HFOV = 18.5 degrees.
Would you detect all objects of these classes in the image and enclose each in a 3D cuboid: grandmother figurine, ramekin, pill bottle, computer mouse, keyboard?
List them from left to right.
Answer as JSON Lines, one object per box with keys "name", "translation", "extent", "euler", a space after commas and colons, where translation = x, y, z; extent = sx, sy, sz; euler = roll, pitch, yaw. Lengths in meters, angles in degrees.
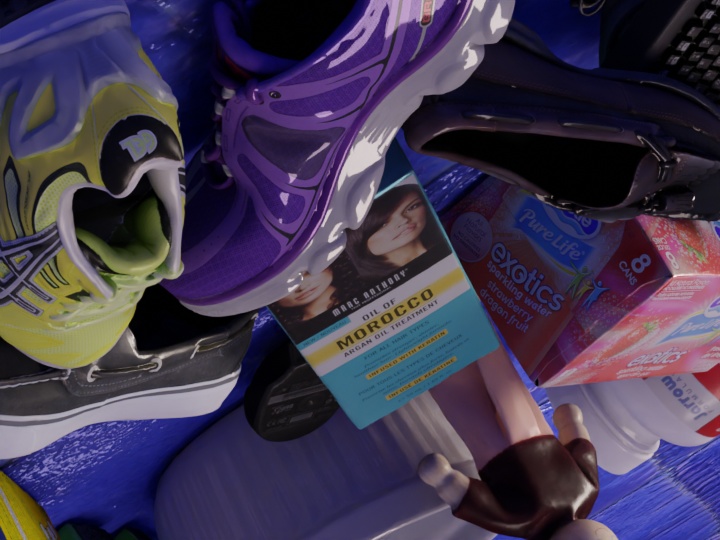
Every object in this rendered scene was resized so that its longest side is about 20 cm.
{"name": "ramekin", "translation": [-0.020, 0.131, 1.227], "extent": [0.200, 0.105, 0.200], "euler": [-27, 161, -10]}
{"name": "computer mouse", "translation": [-0.015, 0.019, 1.073], "extent": [0.058, 0.034, 0.200], "euler": [-11, 148, -31]}
{"name": "grandmother figurine", "translation": [0.080, 0.095, 1.134], "extent": [0.121, 0.200, 0.061], "euler": [-19, 159, -33]}
{"name": "pill bottle", "translation": [0.209, 0.032, 1.307], "extent": [0.200, 0.112, 0.112], "euler": [-39, 160, 22]}
{"name": "keyboard", "translation": [0.147, -0.126, 0.873], "extent": [0.127, 0.021, 0.200], "euler": [8, 135, -29]}

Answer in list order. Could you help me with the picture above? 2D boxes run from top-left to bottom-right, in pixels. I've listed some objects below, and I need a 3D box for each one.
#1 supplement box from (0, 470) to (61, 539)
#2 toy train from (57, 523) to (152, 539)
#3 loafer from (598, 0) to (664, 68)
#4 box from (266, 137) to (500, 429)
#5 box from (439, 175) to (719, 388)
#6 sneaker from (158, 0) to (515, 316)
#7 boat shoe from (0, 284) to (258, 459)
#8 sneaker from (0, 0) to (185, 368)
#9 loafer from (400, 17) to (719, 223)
{"name": "supplement box", "translation": [-0.194, 0.161, 1.029], "extent": [0.109, 0.110, 0.200], "euler": [-29, 161, -4]}
{"name": "toy train", "translation": [-0.136, 0.177, 1.274], "extent": [0.056, 0.042, 0.200], "euler": [-44, 160, 6]}
{"name": "loafer", "translation": [0.150, -0.087, 0.995], "extent": [0.072, 0.063, 0.200], "euler": [-25, 145, 15]}
{"name": "box", "translation": [0.000, 0.000, 0.963], "extent": [0.082, 0.049, 0.200], "euler": [-31, 154, 1]}
{"name": "box", "translation": [0.143, -0.009, 1.117], "extent": [0.095, 0.103, 0.200], "euler": [-40, 158, 27]}
{"name": "sneaker", "translation": [-0.030, -0.065, 0.787], "extent": [0.083, 0.081, 0.200], "euler": [7, 134, -36]}
{"name": "boat shoe", "translation": [-0.116, 0.028, 0.891], "extent": [0.200, 0.069, 0.057], "euler": [-6, 130, -54]}
{"name": "sneaker", "translation": [-0.099, -0.012, 0.757], "extent": [0.075, 0.077, 0.200], "euler": [-24, 155, -18]}
{"name": "loafer", "translation": [0.083, -0.047, 0.883], "extent": [0.200, 0.063, 0.072], "euler": [20, 138, -36]}
